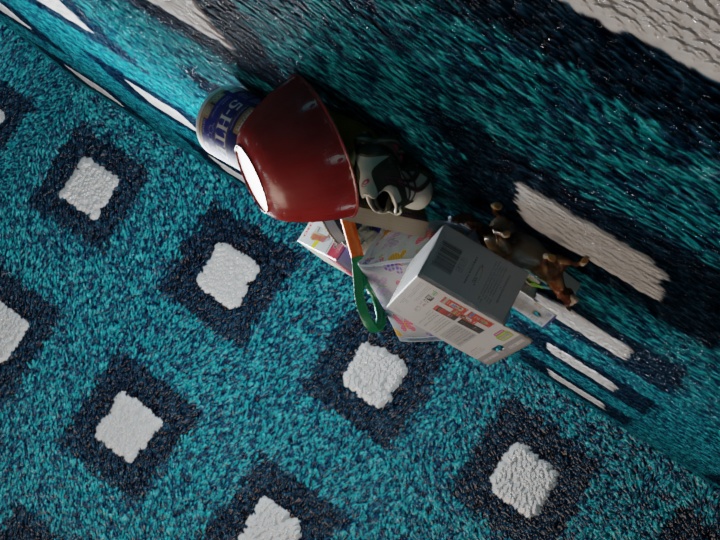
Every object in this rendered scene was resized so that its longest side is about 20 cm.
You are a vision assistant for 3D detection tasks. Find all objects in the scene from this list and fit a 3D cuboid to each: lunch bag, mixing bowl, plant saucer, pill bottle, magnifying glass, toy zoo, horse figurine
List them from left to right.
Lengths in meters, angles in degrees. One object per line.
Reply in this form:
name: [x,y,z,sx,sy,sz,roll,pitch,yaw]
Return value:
pill bottle: [-0.158,-0.208,1.580,0.199,0.120,0.120,29,175,41]
mixing bowl: [-0.095,-0.140,1.304,0.201,0.108,0.201,56,163,28]
plant saucer: [-0.017,-0.168,1.441,0.199,0.048,0.200,31,175,38]
magnifying glass: [0.000,0.000,1.585,0.079,0.022,0.202,10,-115,-67]
lunch bag: [0.126,0.014,1.556,0.199,0.127,0.170,-5,126,42]
horse figurine: [0.212,-0.027,1.303,0.199,0.050,0.133,31,170,7]
toy zoo: [0.241,-0.012,1.466,0.131,0.021,0.200,34,177,-10]

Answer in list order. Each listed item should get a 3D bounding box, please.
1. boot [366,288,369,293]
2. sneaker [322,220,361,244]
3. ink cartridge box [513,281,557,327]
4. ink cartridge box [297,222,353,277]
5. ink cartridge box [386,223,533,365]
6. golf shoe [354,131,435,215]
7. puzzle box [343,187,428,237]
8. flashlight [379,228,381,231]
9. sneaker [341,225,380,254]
boot: [0.119,-0.019,1.856,0.198,0.184,0.073,8,-165,-16]
sneaker: [-0.035,-0.153,1.765,0.070,0.108,0.201,33,-152,-59]
ink cartridge box: [0.242,0.017,1.679,0.199,0.044,0.196,32,175,8]
ink cartridge box: [-0.022,-0.076,1.940,0.083,0.146,0.200,35,176,-28]
ink cartridge box: [0.146,0.040,1.375,0.175,0.084,0.200,30,163,-3]
golf shoe: [0.038,-0.108,1.316,0.076,0.089,0.200,1,164,25]
puzzle box: [-0.003,-0.100,1.465,0.198,0.026,0.133,12,-160,-7]
flashlight: [0.110,-0.029,1.764,0.068,0.068,0.200,-22,126,30]
sneaker: [0.023,-0.026,1.744,0.100,0.069,0.200,52,-173,-15]
